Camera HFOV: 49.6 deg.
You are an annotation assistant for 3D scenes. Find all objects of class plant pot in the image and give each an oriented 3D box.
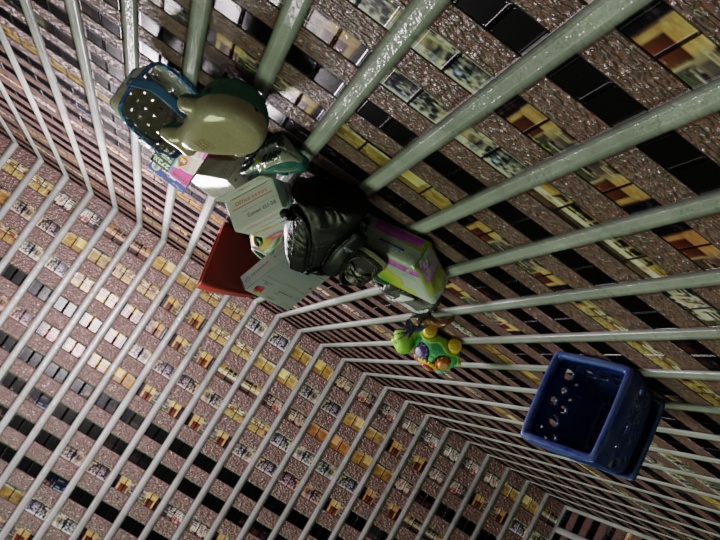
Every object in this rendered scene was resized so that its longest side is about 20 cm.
[{"bbox_3d":[-0.387,-0.012,2.420,0.175,0.202,0.200,23,169,-12],"label":"plant pot"},{"bbox_3d":[0.474,0.297,1.559,0.179,0.201,0.199,32,168,-32],"label":"plant pot"}]

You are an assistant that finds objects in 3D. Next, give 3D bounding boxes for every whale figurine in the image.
[{"bbox_3d":[-0.241,-0.253,1.300,0.199,0.105,0.159,-11,147,37],"label":"whale figurine"}]

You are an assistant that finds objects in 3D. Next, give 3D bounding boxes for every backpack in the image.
[{"bbox_3d":[-0.070,-0.079,1.469,0.165,0.127,0.201,15,141,-4],"label":"backpack"}]

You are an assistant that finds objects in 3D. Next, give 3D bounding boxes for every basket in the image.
[{"bbox_3d":[-0.353,-0.290,1.410,0.199,0.140,0.176,30,171,44],"label":"basket"}]

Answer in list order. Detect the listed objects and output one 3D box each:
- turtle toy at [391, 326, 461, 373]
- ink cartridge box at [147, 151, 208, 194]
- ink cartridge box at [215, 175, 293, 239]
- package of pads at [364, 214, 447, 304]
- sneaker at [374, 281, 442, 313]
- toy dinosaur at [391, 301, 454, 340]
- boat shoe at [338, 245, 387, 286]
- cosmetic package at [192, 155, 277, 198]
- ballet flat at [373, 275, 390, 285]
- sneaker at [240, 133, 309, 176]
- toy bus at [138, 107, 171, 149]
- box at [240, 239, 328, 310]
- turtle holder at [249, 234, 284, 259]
[{"bbox_3d":[0.180,0.209,2.095,0.199,0.102,0.146,30,167,9],"label":"turtle toy"},{"bbox_3d":[-0.368,-0.242,1.606,0.094,0.037,0.200,37,130,-10],"label":"ink cartridge box"},{"bbox_3d":[-0.184,-0.122,1.540,0.200,0.116,0.068,10,-124,-68],"label":"ink cartridge box"},{"bbox_3d":[0.088,-0.019,1.554,0.154,0.069,0.200,27,166,26],"label":"package of pads"},{"bbox_3d":[0.097,0.042,1.755,0.090,0.067,0.199,38,168,-35],"label":"sneaker"},{"bbox_3d":[0.147,0.135,1.952,0.198,0.106,0.181,14,-177,18],"label":"toy dinosaur"},{"bbox_3d":[0.000,0.000,1.539,0.073,0.065,0.200,37,168,-2],"label":"boat shoe"},{"bbox_3d":[-0.282,-0.208,1.664,0.199,0.088,0.103,16,160,47],"label":"cosmetic package"},{"bbox_3d":[0.001,-0.045,1.678,0.200,0.070,0.069,44,163,-23],"label":"ballet flat"},{"bbox_3d":[-0.165,-0.202,1.464,0.079,0.078,0.199,29,170,-31],"label":"sneaker"},{"bbox_3d":[-0.430,-0.303,1.709,0.078,0.065,0.200,34,166,-17],"label":"toy bus"},{"bbox_3d":[-0.135,-0.006,1.680,0.156,0.200,0.041,30,-154,-51],"label":"box"},{"bbox_3d":[-0.189,-0.089,1.789,0.140,0.132,0.186,29,167,13],"label":"turtle holder"}]
